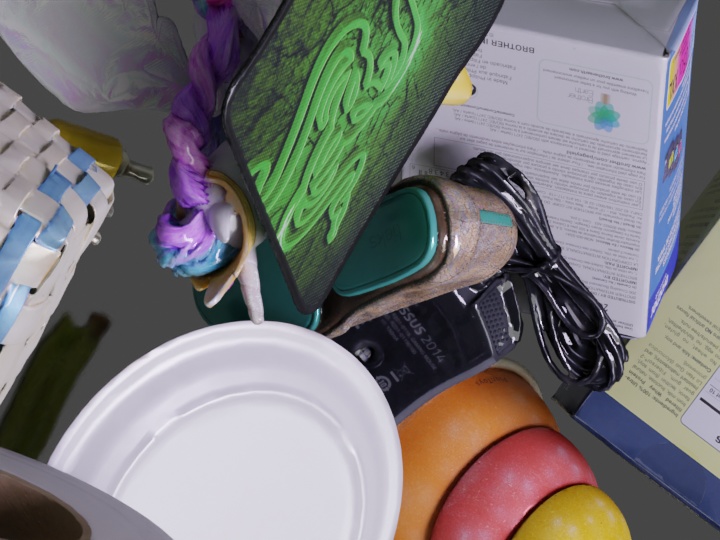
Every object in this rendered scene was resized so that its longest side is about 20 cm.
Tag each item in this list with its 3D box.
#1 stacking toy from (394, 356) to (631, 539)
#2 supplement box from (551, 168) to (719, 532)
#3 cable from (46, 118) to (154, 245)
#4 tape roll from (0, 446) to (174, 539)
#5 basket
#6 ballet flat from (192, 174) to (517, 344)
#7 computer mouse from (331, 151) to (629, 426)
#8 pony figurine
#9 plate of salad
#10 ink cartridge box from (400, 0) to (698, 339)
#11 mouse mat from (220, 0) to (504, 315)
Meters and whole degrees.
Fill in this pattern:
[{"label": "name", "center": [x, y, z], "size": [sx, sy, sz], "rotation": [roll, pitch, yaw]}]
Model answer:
[{"label": "stacking toy", "center": [0.097, 0.151, 1.317], "size": [0.145, 0.200, 0.147], "rotation": [-24, 132, -29]}, {"label": "supplement box", "center": [0.221, 0.036, 1.334], "size": [0.200, 0.134, 0.200], "rotation": [-53, 179, 1]}, {"label": "cable", "center": [-0.182, -0.055, 1.044], "size": [0.097, 0.050, 0.200], "rotation": [-43, 129, 10]}, {"label": "tape roll", "center": [-0.181, 0.153, 0.973], "size": [0.202, 0.202, 0.140], "rotation": [14, 99, -47]}, {"label": "basket", "center": [-0.210, -0.020, 0.913], "size": [0.199, 0.139, 0.177], "rotation": [30, 109, -9]}, {"label": "ballet flat", "center": [0.000, 0.000, 1.135], "size": [0.067, 0.199, 0.069], "rotation": [-3, 84, -39]}, {"label": "computer mouse", "center": [0.027, 0.026, 1.219], "size": [0.199, 0.053, 0.139], "rotation": [-26, 109, 25]}, {"label": "pony figurine", "center": [-0.048, -0.099, 1.036], "size": [0.200, 0.166, 0.194], "rotation": [-46, 115, -48]}, {"label": "plate of salad", "center": [-0.070, 0.115, 1.129], "size": [0.199, 0.048, 0.202], "rotation": [-12, 114, -29]}, {"label": "ink cartridge box", "center": [0.091, -0.051, 1.207], "size": [0.076, 0.135, 0.201], "rotation": [-56, 153, -50]}, {"label": "mouse mat", "center": [0.009, -0.097, 1.005], "size": [0.201, 0.007, 0.161], "rotation": [-58, 154, -22]}]
